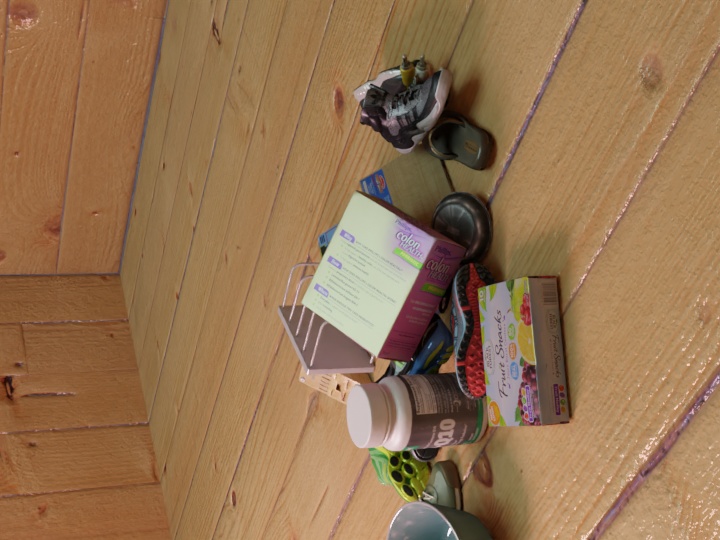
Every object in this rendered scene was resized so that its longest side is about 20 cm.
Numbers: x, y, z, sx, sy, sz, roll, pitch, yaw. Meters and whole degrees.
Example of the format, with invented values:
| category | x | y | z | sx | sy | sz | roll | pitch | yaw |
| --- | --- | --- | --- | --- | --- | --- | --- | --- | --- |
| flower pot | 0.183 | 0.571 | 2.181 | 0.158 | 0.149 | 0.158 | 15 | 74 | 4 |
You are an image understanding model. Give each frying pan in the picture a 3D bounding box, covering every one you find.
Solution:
| category | x | y | z | sx | sy | sz | roll | pitch | yaw |
| --- | --- | --- | --- | --- | --- | --- | --- | --- | --- |
| frying pan | 0.134 | -0.037 | 1.664 | 0.115 | 0.031 | 0.191 | 49 | 124 | 25 |

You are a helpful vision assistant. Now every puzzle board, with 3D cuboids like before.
| category | x | y | z | sx | sy | sz | roll | pitch | yaw |
| --- | --- | --- | --- | --- | --- | --- | --- | --- | --- |
| puzzle board | 0.085 | -0.105 | 1.755 | 0.150 | 0.017 | 0.202 | -29 | 55 | 19 |

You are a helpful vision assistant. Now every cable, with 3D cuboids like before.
| category | x | y | z | sx | sy | sz | roll | pitch | yaw |
| --- | --- | --- | --- | --- | --- | --- | --- | --- | --- |
| cable | 0.103 | -0.276 | 1.782 | 0.201 | 0.096 | 0.051 | 95 | -159 | -60 |

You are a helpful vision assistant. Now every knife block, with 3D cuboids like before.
| category | x | y | z | sx | sy | sz | roll | pitch | yaw |
| --- | --- | --- | --- | --- | --- | --- | --- | --- | --- |
| knife block | -0.040 | 0.172 | 2.119 | 0.198 | 0.176 | 0.064 | 25 | 125 | 14 |

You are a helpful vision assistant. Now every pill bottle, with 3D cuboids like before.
| category | x | y | z | sx | sy | sz | roll | pitch | yaw |
| --- | --- | --- | --- | --- | --- | --- | --- | --- | --- |
| pill bottle | 0.086 | 0.217 | 1.636 | 0.113 | 0.198 | 0.115 | 179 | 90 | -66 |

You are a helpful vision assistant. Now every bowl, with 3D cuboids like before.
| category | x | y | z | sx | sy | sz | roll | pitch | yaw |
| --- | --- | --- | --- | --- | --- | --- | --- | --- | --- |
| bowl | 0.136 | 0.445 | 1.621 | 0.200 | 0.104 | 0.203 | 5 | 96 | 54 |

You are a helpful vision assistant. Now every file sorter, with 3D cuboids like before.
| category | x | y | z | sx | sy | sz | roll | pitch | yaw |
| --- | --- | --- | --- | --- | --- | --- | --- | --- | --- |
| file sorter | -0.056 | 0.086 | 2.039 | 0.200 | 0.137 | 0.126 | -121 | 40 | -49 |

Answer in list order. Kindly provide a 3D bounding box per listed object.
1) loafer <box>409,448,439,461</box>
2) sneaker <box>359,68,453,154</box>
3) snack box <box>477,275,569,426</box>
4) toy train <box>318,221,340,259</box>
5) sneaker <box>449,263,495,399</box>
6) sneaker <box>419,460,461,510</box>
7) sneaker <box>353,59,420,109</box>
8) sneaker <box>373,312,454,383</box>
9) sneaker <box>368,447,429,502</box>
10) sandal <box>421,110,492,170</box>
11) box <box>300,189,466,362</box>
| category | x | y | z | sx | sy | sz | roll | pitch | yaw |
| --- | --- | --- | --- | --- | --- | --- | --- | --- | --- |
| loafer | 0.090 | 0.219 | 1.795 | 0.063 | 0.071 | 0.203 | 167 | 99 | -72 |
| sneaker | 0.065 | -0.265 | 1.691 | 0.200 | 0.113 | 0.076 | 129 | 162 | -58 |
| snack box | 0.226 | 0.116 | 1.493 | 0.142 | 0.052 | 0.202 | 159 | 108 | -67 |
| toy train | 0.000 | 0.000 | 1.793 | 0.114 | 0.086 | 0.201 | -32 | 52 | 23 |
| sneaker | 0.175 | 0.093 | 1.611 | 0.096 | 0.078 | 0.203 | 137 | 133 | -83 |
| sneaker | 0.110 | 0.412 | 1.723 | 0.067 | 0.089 | 0.203 | -174 | 84 | -67 |
| sneaker | 0.062 | -0.307 | 1.859 | 0.200 | 0.074 | 0.085 | -14 | 98 | 65 |
| sneaker | 0.082 | 0.142 | 1.705 | 0.200 | 0.070 | 0.083 | -53 | 42 | 37 |
| sneaker | 0.068 | 0.344 | 1.861 | 0.200 | 0.073 | 0.084 | -129 | 26 | -58 |
| sandal | 0.140 | -0.203 | 1.676 | 0.200 | 0.054 | 0.083 | -136 | 52 | -59 |
| box | 0.034 | 0.009 | 1.641 | 0.175 | 0.096 | 0.202 | 32 | 101 | 34 |
